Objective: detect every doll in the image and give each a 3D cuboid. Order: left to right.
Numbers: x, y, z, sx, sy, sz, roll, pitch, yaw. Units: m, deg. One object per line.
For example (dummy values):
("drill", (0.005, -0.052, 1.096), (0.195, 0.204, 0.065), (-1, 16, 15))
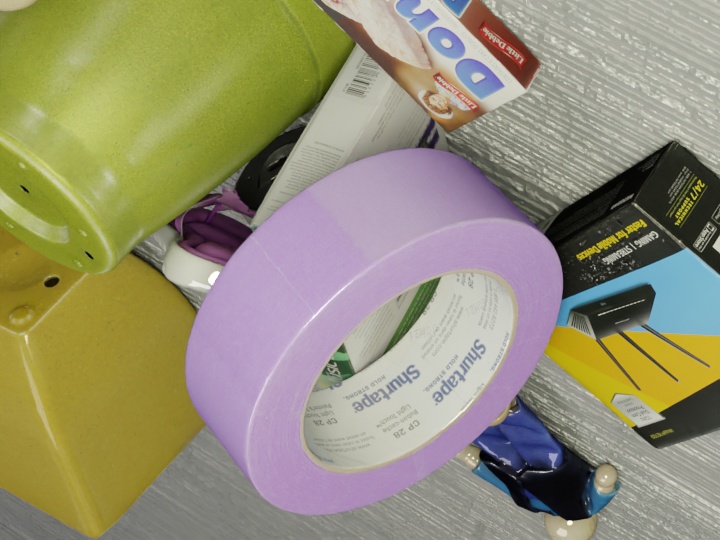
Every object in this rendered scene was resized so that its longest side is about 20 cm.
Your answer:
("doll", (0.117, 0.137, 1.357), (0.136, 0.048, 0.200), (4, 149, 38))

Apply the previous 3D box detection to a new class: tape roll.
("tape roll", (0.009, 0.034, 1.000), (0.066, 0.200, 0.200), (49, 168, 35))

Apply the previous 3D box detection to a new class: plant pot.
("plant pot", (-0.253, 0.063, 1.596), (0.194, 0.196, 0.200), (22, 145, 33))
("plant pot", (-0.131, -0.108, 1.048), (0.200, 0.193, 0.200), (30, 157, 14))

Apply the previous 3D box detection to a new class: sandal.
("sandal", (-0.073, -0.020, 1.085), (0.082, 0.050, 0.203), (20, -172, -11))

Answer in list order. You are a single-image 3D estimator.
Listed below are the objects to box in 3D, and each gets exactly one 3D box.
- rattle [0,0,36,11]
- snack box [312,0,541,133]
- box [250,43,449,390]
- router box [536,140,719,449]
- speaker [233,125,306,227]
("rattle", (-0.180, -0.217, 0.841), (0.130, 0.143, 0.200), (6, 141, -8))
("snack box", (0.001, -0.155, 0.969), (0.200, 0.024, 0.072), (43, 146, -16))
("box", (0.006, -0.021, 1.079), (0.036, 0.144, 0.200), (16, 151, 25))
("router box", (0.168, 0.020, 1.041), (0.149, 0.051, 0.200), (39, 156, -6))
("speaker", (0.000, 0.000, 1.220), (0.081, 0.081, 0.200), (13, 148, 45))
